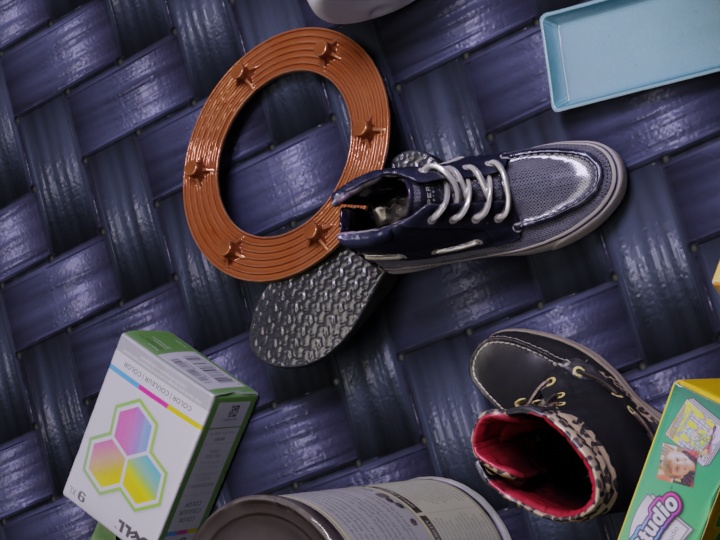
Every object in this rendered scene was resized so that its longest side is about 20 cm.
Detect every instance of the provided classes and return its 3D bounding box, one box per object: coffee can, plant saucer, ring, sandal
[{"bbox_3d":[-0.004,0.219,1.403,0.146,0.200,0.147,-1,89,37],"label":"coffee can"},{"bbox_3d":[0.212,-0.159,1.366,0.200,0.019,0.070,-12,82,36],"label":"plant saucer"},{"bbox_3d":[-0.061,-0.089,1.534,0.200,0.019,0.201,-14,66,34],"label":"ring"},{"bbox_3d":[0.001,0.000,1.506,0.200,0.048,0.075,-46,62,12],"label":"sandal"}]

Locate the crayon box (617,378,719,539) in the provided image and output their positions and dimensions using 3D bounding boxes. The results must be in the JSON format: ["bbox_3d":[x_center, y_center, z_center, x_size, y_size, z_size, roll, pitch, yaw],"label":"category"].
[{"bbox_3d":[0.221,0.166,1.256,0.058,0.172,0.200,25,104,34],"label":"crayon box"}]

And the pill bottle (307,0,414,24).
[{"bbox_3d":[-0.020,-0.289,1.479,0.113,0.113,0.200,-35,70,30],"label":"pill bottle"}]

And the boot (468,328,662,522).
[{"bbox_3d":[0.123,0.101,1.343,0.200,0.151,0.073,38,111,30],"label":"boot"}]

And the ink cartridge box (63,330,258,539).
[{"bbox_3d":[-0.167,0.159,1.610,0.104,0.059,0.200,32,108,31],"label":"ink cartridge box"}]

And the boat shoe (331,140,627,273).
[{"bbox_3d":[0.076,-0.046,1.397,0.200,0.093,0.075,-18,73,22],"label":"boat shoe"}]

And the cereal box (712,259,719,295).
[{"bbox_3d":[0.272,0.002,1.181,0.040,0.200,0.144,7,61,35],"label":"cereal box"}]
